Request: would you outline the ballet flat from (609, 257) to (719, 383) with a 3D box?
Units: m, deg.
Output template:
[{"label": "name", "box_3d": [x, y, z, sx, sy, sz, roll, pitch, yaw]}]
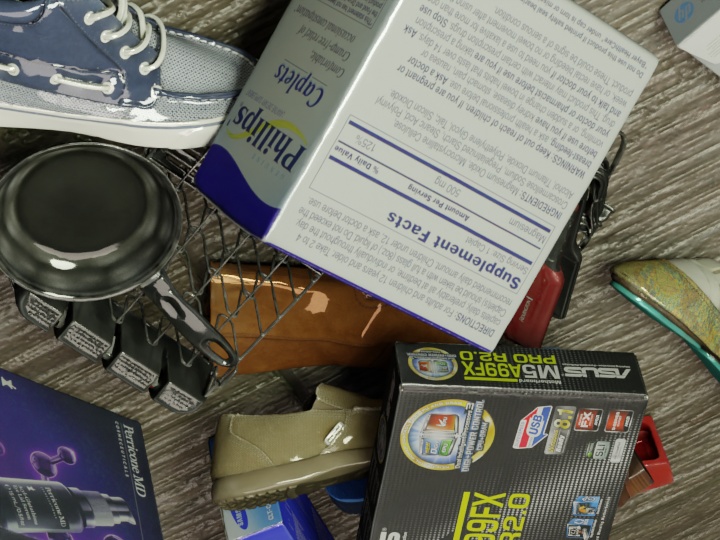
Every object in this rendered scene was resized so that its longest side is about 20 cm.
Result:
[{"label": "ballet flat", "box_3d": [0.242, 0.030, 1.517, 0.071, 0.071, 0.200, -35, 133, 18]}]

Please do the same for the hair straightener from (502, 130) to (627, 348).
[{"label": "hair straightener", "box_3d": [0.133, -0.034, 1.424, 0.077, 0.041, 0.200, -47, 156, -35]}]

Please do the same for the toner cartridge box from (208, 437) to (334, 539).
[{"label": "toner cartridge box", "box_3d": [-0.049, 0.204, 1.574, 0.043, 0.095, 0.200, -22, 136, 5]}]

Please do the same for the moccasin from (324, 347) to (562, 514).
[{"label": "moccasin", "box_3d": [0.074, 0.128, 1.547, 0.200, 0.081, 0.068, -22, 141, 6]}]

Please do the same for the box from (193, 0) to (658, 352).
[{"label": "box", "box_3d": [0.036, -0.085, 1.247, 0.184, 0.105, 0.200, 27, 95, -36]}]

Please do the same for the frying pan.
[{"label": "frying pan", "box_3d": [-0.130, -0.018, 1.290, 0.190, 0.031, 0.115, 21, 122, -26]}]

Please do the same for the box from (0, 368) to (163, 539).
[{"label": "box", "box_3d": [-0.237, 0.151, 1.424, 0.200, 0.148, 0.104, 24, 123, -36]}]

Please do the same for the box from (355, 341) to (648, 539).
[{"label": "box", "box_3d": [0.086, 0.138, 1.422, 0.160, 0.044, 0.200, 3, 128, -10]}]

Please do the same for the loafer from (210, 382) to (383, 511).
[{"label": "loafer", "box_3d": [-0.008, 0.106, 1.468, 0.200, 0.068, 0.076, -13, 169, -15]}]

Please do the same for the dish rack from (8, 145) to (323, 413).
[{"label": "dish rack", "box_3d": [-0.105, -0.011, 1.347, 0.153, 0.055, 0.200, 34, 113, -23]}]

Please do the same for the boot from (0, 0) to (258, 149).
[{"label": "boot", "box_3d": [-0.138, -0.124, 1.224, 0.199, 0.073, 0.090, 0, 140, -16]}]

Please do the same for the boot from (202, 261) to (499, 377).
[{"label": "boot", "box_3d": [0.000, 0.000, 1.423, 0.199, 0.069, 0.188, 4, 141, -11]}]

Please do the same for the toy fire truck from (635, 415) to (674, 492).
[{"label": "toy fire truck", "box_3d": [0.137, 0.191, 1.652, 0.200, 0.049, 0.141, -16, 137, 0]}]

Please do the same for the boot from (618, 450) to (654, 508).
[{"label": "boot", "box_3d": [0.092, 0.165, 1.508, 0.200, 0.064, 0.186, -34, 143, 6]}]

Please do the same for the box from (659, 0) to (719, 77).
[{"label": "box", "box_3d": [0.306, -0.154, 1.359, 0.200, 0.041, 0.156, 29, 120, -37]}]
